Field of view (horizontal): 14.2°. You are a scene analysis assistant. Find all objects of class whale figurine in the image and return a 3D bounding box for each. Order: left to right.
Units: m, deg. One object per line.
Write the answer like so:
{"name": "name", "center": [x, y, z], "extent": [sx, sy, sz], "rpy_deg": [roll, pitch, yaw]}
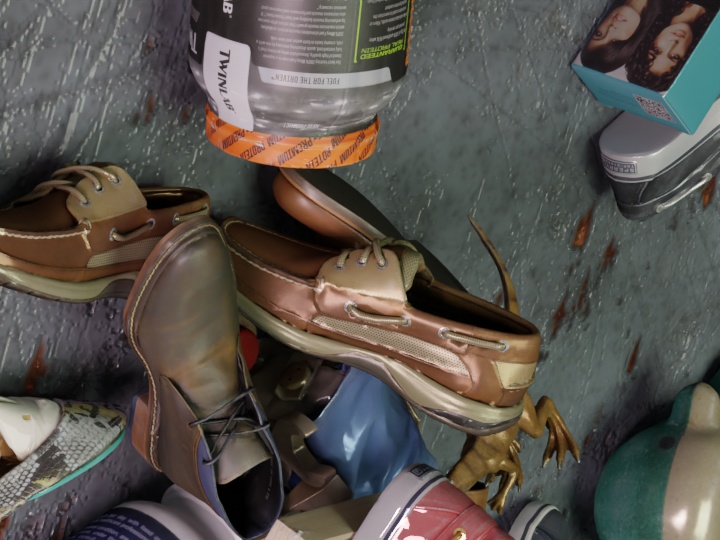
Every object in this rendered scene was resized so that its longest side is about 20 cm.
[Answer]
{"name": "whale figurine", "center": [0.229, 0.143, 2.048], "extent": [0.200, 0.103, 0.159], "rpy_deg": [-60, 147, -48]}

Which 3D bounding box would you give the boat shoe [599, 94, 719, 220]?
{"name": "boat shoe", "center": [0.243, -0.102, 1.940], "extent": [0.200, 0.072, 0.068], "rpy_deg": [-38, 131, -26]}

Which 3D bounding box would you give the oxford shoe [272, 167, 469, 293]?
{"name": "oxford shoe", "center": [0.000, 0.000, 1.727], "extent": [0.071, 0.071, 0.200], "rpy_deg": [-41, 135, 5]}

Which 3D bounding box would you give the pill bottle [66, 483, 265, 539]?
{"name": "pill bottle", "center": [-0.137, 0.201, 1.633], "extent": [0.200, 0.116, 0.116], "rpy_deg": [-35, 132, -33]}

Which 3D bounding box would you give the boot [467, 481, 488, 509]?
{"name": "boot", "center": [0.015, 0.244, 1.862], "extent": [0.188, 0.068, 0.201], "rpy_deg": [-12, 116, -44]}

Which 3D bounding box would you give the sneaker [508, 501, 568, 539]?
{"name": "sneaker", "center": [0.120, 0.250, 1.933], "extent": [0.079, 0.079, 0.200], "rpy_deg": [68, 37, -52]}

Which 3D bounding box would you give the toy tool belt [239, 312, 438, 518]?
{"name": "toy tool belt", "center": [-0.020, 0.093, 1.703], "extent": [0.125, 0.123, 0.200], "rpy_deg": [-55, 139, -14]}

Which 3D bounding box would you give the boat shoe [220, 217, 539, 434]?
{"name": "boat shoe", "center": [0.012, 0.016, 1.641], "extent": [0.074, 0.200, 0.076], "rpy_deg": [-64, 178, 25]}

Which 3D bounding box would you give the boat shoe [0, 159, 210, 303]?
{"name": "boat shoe", "center": [-0.150, -0.024, 1.547], "extent": [0.200, 0.076, 0.074], "rpy_deg": [4, 100, -57]}

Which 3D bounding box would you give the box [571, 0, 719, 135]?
{"name": "box", "center": [0.226, -0.190, 1.869], "extent": [0.200, 0.082, 0.049], "rpy_deg": [-57, 139, -11]}

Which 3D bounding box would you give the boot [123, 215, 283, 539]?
{"name": "boot", "center": [-0.073, 0.061, 1.558], "extent": [0.075, 0.097, 0.200], "rpy_deg": [-30, 148, -25]}

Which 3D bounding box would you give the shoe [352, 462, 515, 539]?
{"name": "shoe", "center": [0.018, 0.213, 1.613], "extent": [0.200, 0.091, 0.071], "rpy_deg": [-60, 158, 15]}

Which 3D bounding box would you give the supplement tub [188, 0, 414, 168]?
{"name": "supplement tub", "center": [-0.030, -0.164, 1.564], "extent": [0.122, 0.122, 0.201], "rpy_deg": [-15, 119, -44]}

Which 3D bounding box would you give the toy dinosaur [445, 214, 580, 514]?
{"name": "toy dinosaur", "center": [0.086, 0.077, 1.722], "extent": [0.106, 0.060, 0.200], "rpy_deg": [52, 44, -44]}

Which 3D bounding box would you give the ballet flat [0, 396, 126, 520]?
{"name": "ballet flat", "center": [-0.207, 0.107, 1.548], "extent": [0.200, 0.072, 0.072], "rpy_deg": [-36, 132, -33]}

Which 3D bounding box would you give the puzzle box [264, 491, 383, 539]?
{"name": "puzzle box", "center": [-0.053, 0.219, 1.636], "extent": [0.133, 0.025, 0.200], "rpy_deg": [-7, 129, -62]}
